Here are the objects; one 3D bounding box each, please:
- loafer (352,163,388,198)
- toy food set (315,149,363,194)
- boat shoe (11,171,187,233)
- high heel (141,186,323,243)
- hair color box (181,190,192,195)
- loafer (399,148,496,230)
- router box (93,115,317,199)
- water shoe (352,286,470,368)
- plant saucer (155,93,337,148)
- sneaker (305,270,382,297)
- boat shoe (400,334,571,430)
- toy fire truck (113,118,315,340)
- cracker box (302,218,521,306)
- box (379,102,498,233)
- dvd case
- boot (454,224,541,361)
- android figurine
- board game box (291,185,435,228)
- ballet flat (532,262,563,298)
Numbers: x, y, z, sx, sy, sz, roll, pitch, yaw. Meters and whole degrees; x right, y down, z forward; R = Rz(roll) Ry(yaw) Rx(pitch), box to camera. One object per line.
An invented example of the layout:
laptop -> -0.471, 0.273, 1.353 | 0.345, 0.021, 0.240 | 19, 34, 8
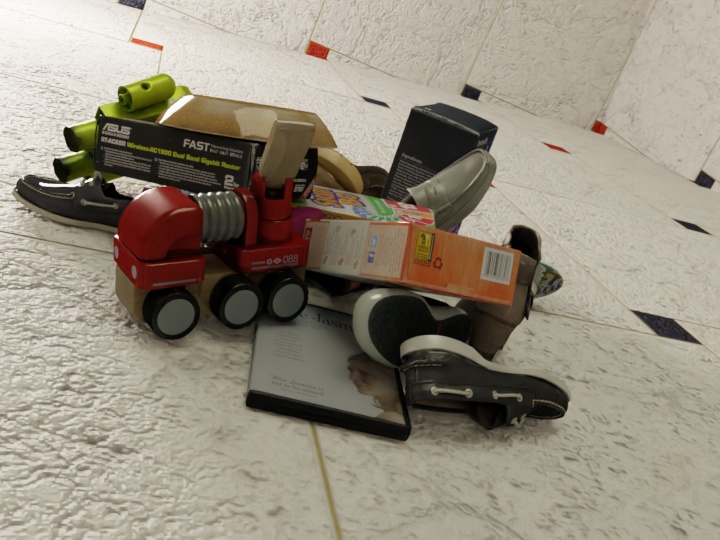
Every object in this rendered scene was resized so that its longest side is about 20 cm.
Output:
loafer -> -0.014, -0.126, 1.243 | 0.073, 0.072, 0.199 | -16, -10, 33
toy food set -> -0.075, -0.133, 1.077 | 0.197, 0.049, 0.200 | 35, -11, 17
boat shoe -> -0.285, -0.082, 0.881 | 0.198, 0.063, 0.073 | 17, 21, -4
high heel -> -0.132, -0.063, 0.836 | 0.198, 0.097, 0.067 | -18, 18, -23
hair color box -> -0.181, -0.109, 1.041 | 0.099, 0.061, 0.200 | 9, 23, -25
loafer -> 0.090, -0.084, 1.016 | 0.070, 0.200, 0.070 | 38, 11, -42
router box -> -0.166, -0.122, 0.868 | 0.198, 0.063, 0.150 | 13, 11, 21
water shoe -> 0.034, 0.052, 0.771 | 0.078, 0.072, 0.199 | 20, 0, 34
plant saucer -> -0.121, -0.165, 0.858 | 0.198, 0.036, 0.200 | 8, 11, -2
sneaker -> 0.000, 0.000, 0.916 | 0.198, 0.076, 0.085 | 7, 29, -13
boat shoe -> 0.118, 0.116, 0.723 | 0.199, 0.074, 0.061 | 24, 56, -34
toy fire truck -> -0.120, -0.049, 0.708 | 0.175, 0.202, 0.128 | -7, 26, -34
cracker box -> 0.042, -0.011, 0.786 | 0.133, 0.058, 0.199 | 12, -3, -32
box -> 0.106, -0.129, 1.135 | 0.104, 0.202, 0.148 | 25, 22, 13
dvd case -> -0.031, 0.083, 0.740 | 0.141, 0.018, 0.200 | 14, 20, -9
boot -> 0.156, 0.018, 0.879 | 0.070, 0.147, 0.200 | 19, 21, -2
android figurine -> -0.272, -0.168, 0.959 | 0.199, 0.182, 0.041 | -31, 81, -40
board game box -> -0.009, -0.069, 0.945 | 0.198, 0.030, 0.096 | 9, 21, 0
ballet flat -> 0.174, 0.013, 1.048 | 0.198, 0.073, 0.072 | 16, 20, -7
